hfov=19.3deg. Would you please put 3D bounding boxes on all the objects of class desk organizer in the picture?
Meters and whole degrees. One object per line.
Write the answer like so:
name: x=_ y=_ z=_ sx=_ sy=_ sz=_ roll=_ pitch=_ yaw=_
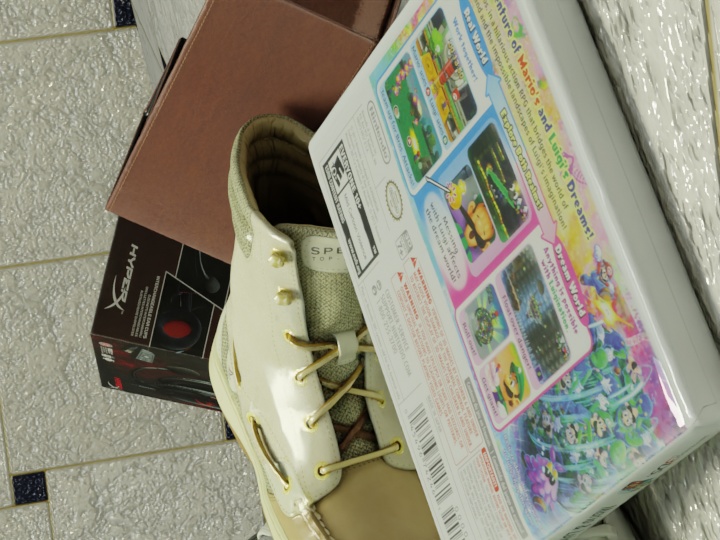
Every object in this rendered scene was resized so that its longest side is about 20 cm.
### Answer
desk organizer: x=-0.049 y=-0.086 z=0.976 sx=0.200 sy=0.077 sz=0.072 roll=126 pitch=165 yaw=-53

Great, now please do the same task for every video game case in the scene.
video game case: x=0.049 y=-0.003 z=0.765 sx=0.182 sy=0.024 sz=0.201 roll=-50 pitch=54 yaw=55

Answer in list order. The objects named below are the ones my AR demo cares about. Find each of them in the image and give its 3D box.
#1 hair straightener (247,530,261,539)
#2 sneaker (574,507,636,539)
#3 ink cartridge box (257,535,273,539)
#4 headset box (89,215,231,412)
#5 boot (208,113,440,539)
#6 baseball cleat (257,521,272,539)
hair straightener: x=0.012 y=0.194 z=1.228 sx=0.200 sy=0.041 sz=0.077 roll=33 pitch=-147 yaw=-25
sneaker: x=0.075 y=0.097 z=0.827 sx=0.200 sy=0.073 sz=0.116 roll=-116 pitch=9 yaw=-57
ink cartridge box: x=-0.008 y=0.230 z=1.007 sx=0.201 sy=0.084 sz=0.146 roll=57 pitch=164 yaw=-5
headset box: x=-0.048 y=0.039 z=1.217 sx=0.149 sy=0.199 sz=0.075 roll=110 pitch=172 yaw=-75
boot: x=-0.009 y=0.044 z=0.916 sx=0.200 sy=0.072 sz=0.155 roll=56 pitch=151 yaw=39
baseball cleat: x=-0.001 y=0.100 z=1.098 sx=0.070 sy=0.106 sz=0.201 roll=14 pitch=110 yaw=59
